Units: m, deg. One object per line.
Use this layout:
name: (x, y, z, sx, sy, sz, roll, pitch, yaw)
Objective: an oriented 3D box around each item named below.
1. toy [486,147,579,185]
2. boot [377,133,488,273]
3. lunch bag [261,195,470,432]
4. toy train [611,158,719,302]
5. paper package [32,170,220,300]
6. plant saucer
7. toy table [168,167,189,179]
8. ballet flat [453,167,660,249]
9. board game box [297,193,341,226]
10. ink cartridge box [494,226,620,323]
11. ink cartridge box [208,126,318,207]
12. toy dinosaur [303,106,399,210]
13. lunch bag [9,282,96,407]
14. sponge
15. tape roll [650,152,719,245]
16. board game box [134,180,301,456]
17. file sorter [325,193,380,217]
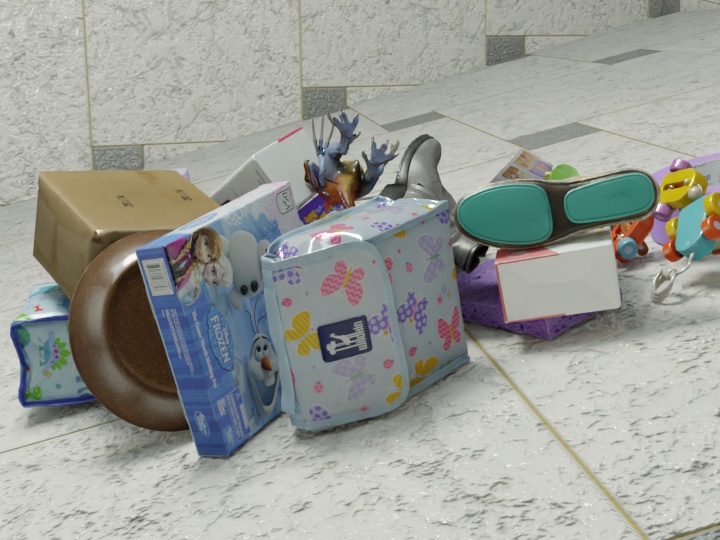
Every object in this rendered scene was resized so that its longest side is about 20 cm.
toy: (0.195, -0.066, 1.208, 0.048, 0.114, 0.200, -65, 4, -21)
boot: (0.093, -0.068, 1.145, 0.129, 0.071, 0.201, 20, 41, 8)
lunch bag: (0.001, 0.039, 0.981, 0.198, 0.173, 0.126, -22, 20, -39)
toy train: (0.336, -0.035, 1.137, 0.055, 0.152, 0.201, 29, 16, -16)
paper package: (-0.248, -0.033, 1.170, 0.188, 0.105, 0.199, -4, 24, -36)
plant saucer: (-0.184, 0.054, 1.030, 0.198, 0.203, 0.037, -22, -4, -29)
toy table: (-0.371, -0.098, 1.879, 0.182, 0.119, 0.199, 2, 23, 44)
ballet flat: (0.191, -0.058, 1.022, 0.196, 0.070, 0.067, -4, 0, 13)
board game box: (-0.116, -0.016, 1.344, 0.199, 0.045, 0.134, -38, 4, 29)
ink cartridge box: (0.204, -0.020, 1.088, 0.114, 0.069, 0.200, -9, 17, 13)
ink cartridge box: (-0.143, -0.077, 1.333, 0.199, 0.084, 0.145, -37, 5, 31)
toy dinosaur: (-0.032, -0.105, 1.185, 0.202, 0.104, 0.182, -64, 5, -34)
lunch bag: (-0.293, 0.072, 1.225, 0.196, 0.130, 0.170, -4, 15, -8)
sponge: (0.172, 0.028, 1.135, 0.110, 0.030, 0.199, -24, 20, -30)
tape roll: (0.439, -0.088, 1.242, 0.196, 0.067, 0.200, -13, 15, 3)
board game box: (-0.110, 0.040, 1.010, 0.043, 0.204, 0.199, -5, 18, 32)
file sorter: (0.000, 0.000, 1.203, 0.136, 0.127, 0.200, -5, 18, 28)
